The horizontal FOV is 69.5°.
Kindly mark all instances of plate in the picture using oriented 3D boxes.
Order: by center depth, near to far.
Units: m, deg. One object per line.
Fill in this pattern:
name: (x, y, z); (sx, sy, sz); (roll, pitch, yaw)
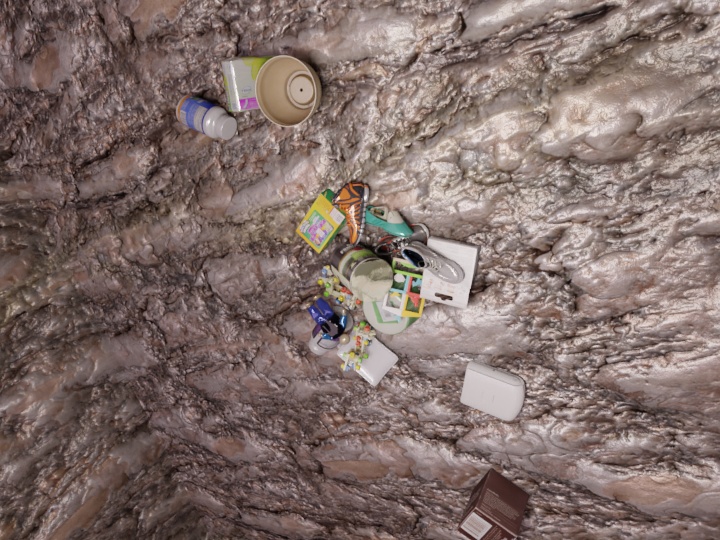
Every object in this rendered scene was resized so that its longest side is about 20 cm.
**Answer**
plate: (0.028, 0.318, 1.968); (0.199, 0.032, 0.200); (39, 128, 8)

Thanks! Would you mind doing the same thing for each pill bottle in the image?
pill bottle: (-0.538, -0.535, 1.828); (0.200, 0.112, 0.112); (27, 125, 17)
pill bottle: (-0.119, 0.234, 1.965); (0.111, 0.111, 0.200); (43, 129, 6)

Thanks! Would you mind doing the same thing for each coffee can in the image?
coffee can: (0.000, 0.000, 1.690); (0.200, 0.146, 0.147); (-140, 38, -60)

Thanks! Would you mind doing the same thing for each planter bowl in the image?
planter bowl: (-0.201, -0.550, 1.586); (0.200, 0.135, 0.201); (8, 114, 18)

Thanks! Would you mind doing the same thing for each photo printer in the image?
photo printer: (0.443, 0.404, 1.730); (0.200, 0.069, 0.167); (18, 122, 23)

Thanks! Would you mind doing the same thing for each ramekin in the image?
ramekin: (0.104, 0.121, 1.775); (0.200, 0.098, 0.200); (14, 120, 26)

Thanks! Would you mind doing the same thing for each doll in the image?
doll: (-0.105, 0.179, 1.841); (0.136, 0.048, 0.200); (-40, 78, 5)

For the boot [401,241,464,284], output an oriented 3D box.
boot: (0.213, -0.015, 1.568); (0.200, 0.096, 0.074); (33, 117, 17)

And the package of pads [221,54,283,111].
package of pads: (-0.325, -0.585, 1.612); (0.068, 0.200, 0.155); (18, 123, 41)

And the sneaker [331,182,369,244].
sneaker: (-0.043, -0.186, 1.678); (0.112, 0.078, 0.200); (4, 99, -17)

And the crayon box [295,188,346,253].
crayon box: (-0.128, -0.169, 1.796); (0.119, 0.058, 0.200); (44, 129, 5)

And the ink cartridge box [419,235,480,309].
ink cartridge box: (0.278, 0.005, 1.622); (0.161, 0.050, 0.200); (14, 112, 25)

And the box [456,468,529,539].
box: (0.478, 0.868, 1.865); (0.164, 0.200, 0.166); (31, 127, 14)

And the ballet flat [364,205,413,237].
ballet flat: (0.084, -0.162, 1.640); (0.200, 0.067, 0.071); (25, 124, 41)

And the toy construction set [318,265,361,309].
toy construction set: (-0.058, 0.073, 1.840); (0.200, 0.092, 0.131); (35, 149, 36)

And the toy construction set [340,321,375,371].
toy construction set: (-0.004, 0.260, 1.854); (0.092, 0.131, 0.200); (32, 125, 15)

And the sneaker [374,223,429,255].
sneaker: (0.129, -0.085, 1.663); (0.200, 0.082, 0.077); (-24, 100, 37)

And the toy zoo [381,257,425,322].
toy zoo: (0.147, 0.069, 1.676); (0.131, 0.020, 0.200); (12, 89, -3)
